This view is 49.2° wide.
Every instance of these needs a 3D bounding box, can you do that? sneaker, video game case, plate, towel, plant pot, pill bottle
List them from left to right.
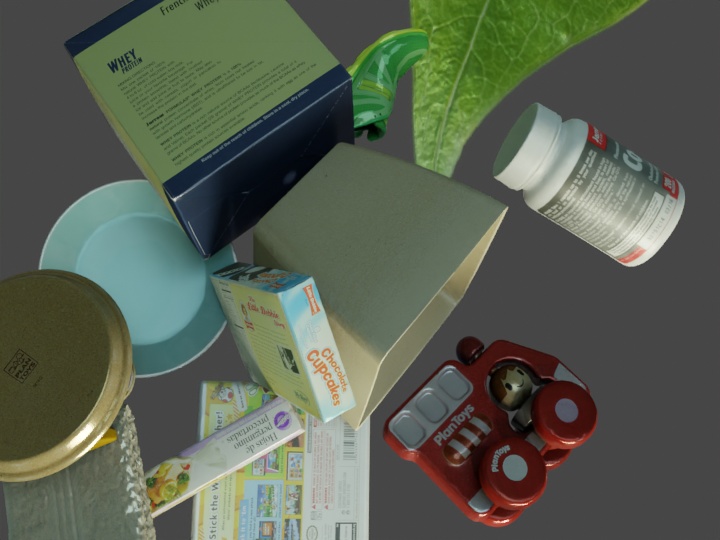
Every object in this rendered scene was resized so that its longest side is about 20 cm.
[{"bbox_3d":[-0.248,0.233,0.703,0.130,0.035,0.204,-17,71,4],"label":"towel"},{"bbox_3d":[-0.223,0.007,0.801,0.195,0.026,0.205,4,76,-15],"label":"plate"},{"bbox_3d":[-0.078,0.218,0.795,0.178,0.023,0.205,4,77,-15],"label":"video game case"},{"bbox_3d":[0.000,0.000,0.778,0.176,0.201,0.200,37,64,13],"label":"plant pot"},{"bbox_3d":[0.009,-0.192,0.887,0.084,0.074,0.200,45,80,1],"label":"sneaker"},{"bbox_3d":[0.261,-0.102,0.911,0.197,0.114,0.116,30,72,-7],"label":"pill bottle"}]

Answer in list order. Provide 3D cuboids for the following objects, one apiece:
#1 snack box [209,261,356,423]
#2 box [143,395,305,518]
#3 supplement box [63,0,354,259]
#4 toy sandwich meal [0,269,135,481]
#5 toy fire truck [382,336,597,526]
[{"bbox_3d":[-0.077,0.058,0.722,0.037,0.199,0.119,-24,105,-23],"label":"snack box"},{"bbox_3d":[-0.147,0.183,0.748,0.197,0.041,0.039,-29,79,-5],"label":"box"},{"bbox_3d":[-0.139,-0.165,0.769,0.198,0.135,0.201,-36,72,-13],"label":"supplement box"},{"bbox_3d":[-0.294,0.096,0.705,0.200,0.070,0.210,-1,69,4],"label":"toy sandwich meal"},{"bbox_3d":[0.142,0.156,0.832,0.168,0.113,0.199,42,69,17],"label":"toy fire truck"}]
